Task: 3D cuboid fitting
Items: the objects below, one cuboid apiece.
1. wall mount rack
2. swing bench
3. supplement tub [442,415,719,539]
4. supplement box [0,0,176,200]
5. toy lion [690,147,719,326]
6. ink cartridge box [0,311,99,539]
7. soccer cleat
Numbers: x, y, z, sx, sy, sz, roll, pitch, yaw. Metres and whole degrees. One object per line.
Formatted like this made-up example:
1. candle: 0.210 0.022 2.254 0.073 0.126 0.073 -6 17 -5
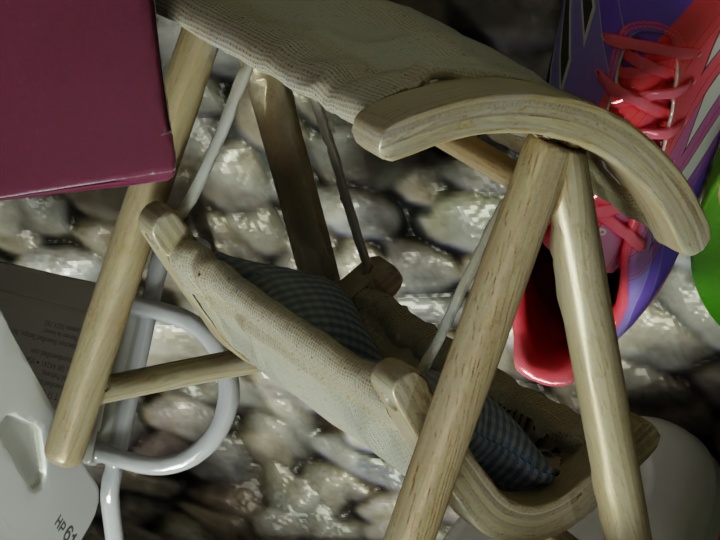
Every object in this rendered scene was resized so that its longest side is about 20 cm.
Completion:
1. wall mount rack: -0.136 0.060 1.023 0.200 0.174 0.075 13 -179 18
2. swing bench: 0.000 0.000 0.826 0.199 0.130 0.200 35 128 50
3. supplement tub: 0.126 0.166 0.995 0.140 0.140 0.200 -21 121 43
4. supplement box: -0.145 -0.082 0.831 0.200 0.086 0.111 8 105 58
5. toy lion: 0.202 0.019 0.855 0.200 0.069 0.192 18 148 4
6. ink cartridge box: -0.210 0.052 0.927 0.200 0.085 0.145 14 151 24
7. soccer cleat: 0.085 -0.043 0.845 0.068 0.073 0.200 20 140 9
